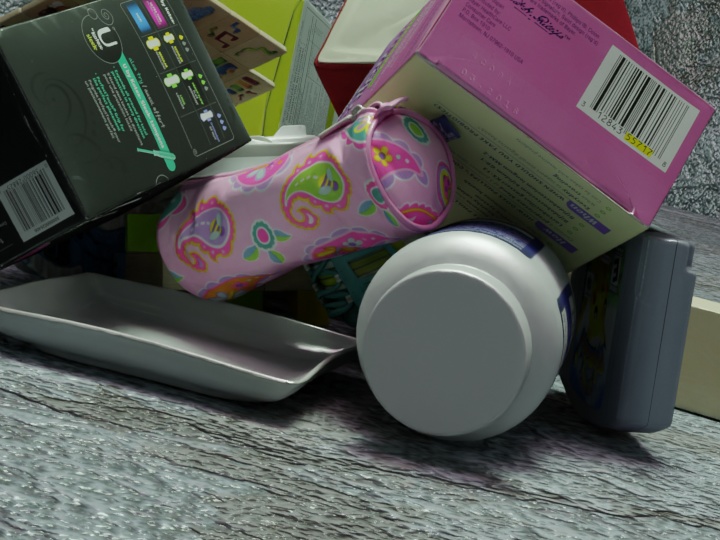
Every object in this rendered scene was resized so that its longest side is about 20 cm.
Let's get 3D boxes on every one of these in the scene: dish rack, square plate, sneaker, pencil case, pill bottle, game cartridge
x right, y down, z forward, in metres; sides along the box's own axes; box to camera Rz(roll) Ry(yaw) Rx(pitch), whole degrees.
[{"bbox_3d":[-0.113,-0.078,1.438,0.170,0.044,0.200,-3,-3,-17],"label":"dish rack"},{"bbox_3d":[-0.109,0.041,1.130,0.197,0.029,0.200,14,7,11],"label":"square plate"},{"bbox_3d":[-0.221,-0.027,1.354,0.086,0.076,0.200,8,-3,24],"label":"sneaker"},{"bbox_3d":[-0.034,-0.042,1.160,0.199,0.088,0.087,-20,-16,40],"label":"pencil case"},{"bbox_3d":[0.061,0.035,1.093,0.119,0.121,0.200,13,7,9],"label":"pill bottle"},{"bbox_3d":[0.169,0.033,1.224,0.040,0.134,0.200,4,7,-7],"label":"game cartridge"},{"bbox_3d":[-0.005,-0.005,1.273,0.199,0.080,0.077,31,-15,-17],"label":"sneaker"}]

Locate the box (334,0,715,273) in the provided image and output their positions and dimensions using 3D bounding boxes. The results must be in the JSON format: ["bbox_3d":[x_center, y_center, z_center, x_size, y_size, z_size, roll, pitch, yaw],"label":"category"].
[{"bbox_3d":[0.094,-0.090,1.201,0.175,0.097,0.200,36,-22,-7],"label":"box"}]

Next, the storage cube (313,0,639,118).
[{"bbox_3d":[0.095,-0.150,1.407,0.170,0.201,0.180,6,-36,30],"label":"storage cube"}]

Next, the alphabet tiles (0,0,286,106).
[{"bbox_3d":[-0.156,-0.147,1.304,0.166,0.006,0.200,-21,-28,27],"label":"alphabet tiles"}]

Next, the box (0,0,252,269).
[{"bbox_3d":[-0.192,-0.084,1.174,0.148,0.125,0.200,-25,5,30],"label":"box"}]

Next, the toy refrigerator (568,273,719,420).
[{"bbox_3d":[0.203,0.048,1.403,0.199,0.076,0.070,15,8,27],"label":"toy refrigerator"}]

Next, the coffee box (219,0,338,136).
[{"bbox_3d":[-0.137,-0.140,1.670,0.198,0.201,0.198,10,-3,13],"label":"coffee box"}]

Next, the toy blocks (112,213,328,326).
[{"bbox_3d":[-0.097,-0.011,1.353,0.199,0.101,0.136,0,0,-27],"label":"toy blocks"}]
